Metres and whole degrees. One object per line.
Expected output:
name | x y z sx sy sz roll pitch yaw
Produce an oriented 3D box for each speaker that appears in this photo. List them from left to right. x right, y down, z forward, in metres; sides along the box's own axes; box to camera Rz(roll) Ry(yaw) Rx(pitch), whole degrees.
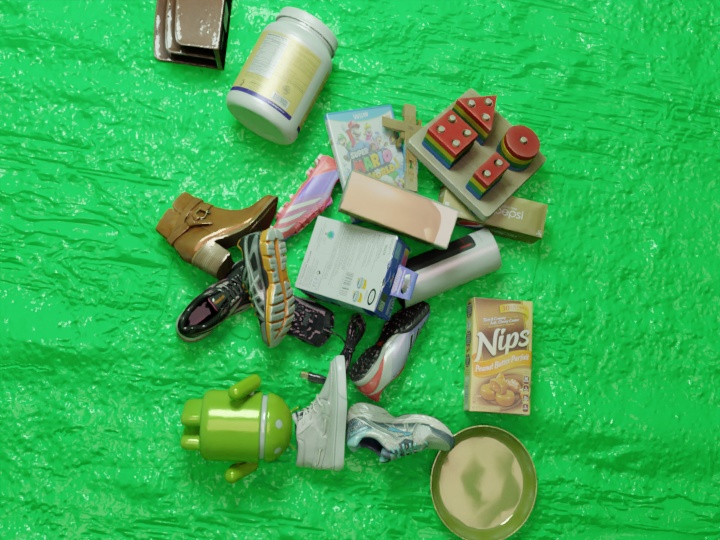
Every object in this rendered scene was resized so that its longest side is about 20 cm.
speaker | 0.154 -0.005 1.491 0.196 0.081 0.083 -21 86 -8

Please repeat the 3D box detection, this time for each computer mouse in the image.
computer mouse | -0.097 0.120 1.470 0.195 0.046 0.144 16 95 -4

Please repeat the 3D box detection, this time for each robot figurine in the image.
robot figurine | -0.204 0.263 1.398 0.194 0.116 0.180 4 104 -5

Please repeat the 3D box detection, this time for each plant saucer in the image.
plant saucer | 0.218 0.381 1.477 0.194 0.031 0.206 1 84 -7

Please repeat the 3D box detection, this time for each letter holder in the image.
letter holder | -0.307 -0.486 1.488 0.138 0.101 0.206 7 82 -4

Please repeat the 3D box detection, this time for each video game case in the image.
video game case | 0.021 -0.196 1.508 0.140 0.018 0.205 -13 85 -27

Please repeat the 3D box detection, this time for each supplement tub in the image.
supplement tub | -0.136 -0.345 1.466 0.143 0.145 0.203 28 80 -2

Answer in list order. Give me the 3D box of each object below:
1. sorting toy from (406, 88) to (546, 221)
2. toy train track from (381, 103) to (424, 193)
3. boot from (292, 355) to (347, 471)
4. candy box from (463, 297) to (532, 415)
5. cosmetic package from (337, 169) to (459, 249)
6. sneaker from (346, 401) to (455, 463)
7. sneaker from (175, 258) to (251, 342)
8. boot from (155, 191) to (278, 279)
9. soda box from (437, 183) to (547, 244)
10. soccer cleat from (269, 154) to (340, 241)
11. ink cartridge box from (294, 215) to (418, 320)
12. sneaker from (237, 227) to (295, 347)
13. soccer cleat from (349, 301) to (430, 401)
sorting toy | 0.220 -0.228 1.486 0.200 0.070 0.198 44 60 9
toy train track | 0.087 -0.218 1.503 0.112 0.033 0.204 12 55 -15
boot | -0.072 0.248 1.426 0.093 0.074 0.206 2 96 -4
candy box | 0.249 0.156 1.495 0.112 0.055 0.206 4 83 -6
cosmetic package | 0.062 -0.103 1.418 0.196 0.105 0.073 20 90 -3
sneaker | 0.066 0.299 1.433 0.195 0.079 0.088 9 47 3
sneaker | -0.237 0.052 1.435 0.080 0.086 0.200 45 80 -1
boot | -0.253 -0.093 1.467 0.154 0.077 0.201 33 70 16
soda box | 0.240 -0.107 1.520 0.195 0.068 0.066 13 81 -5
soccer cleat | -0.096 -0.116 1.486 0.076 0.067 0.202 35 78 -6
ink cartridge box | 0.000 0.000 1.432 0.196 0.076 0.140 15 81 28
sneaker | -0.164 0.030 1.408 0.075 0.078 0.206 -1 97 26
soccer cleat | 0.063 0.142 1.479 0.201 0.068 0.074 -49 119 -17
